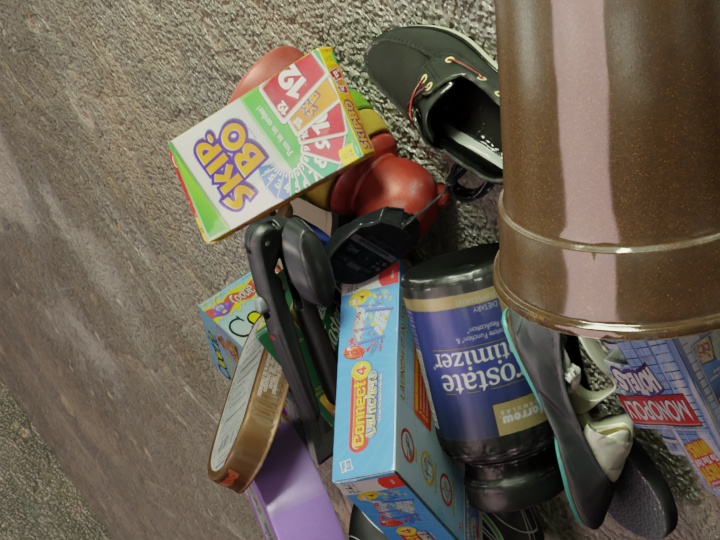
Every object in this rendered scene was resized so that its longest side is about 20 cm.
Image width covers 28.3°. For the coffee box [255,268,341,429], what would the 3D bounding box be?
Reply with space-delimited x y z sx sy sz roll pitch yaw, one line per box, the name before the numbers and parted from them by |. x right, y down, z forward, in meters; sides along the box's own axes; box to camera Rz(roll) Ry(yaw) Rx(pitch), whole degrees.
coffee box | -0.012 0.093 1.317 0.201 0.044 0.123 51 -157 -16

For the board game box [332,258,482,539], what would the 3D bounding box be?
board game box | 0.045 0.128 1.218 0.055 0.202 0.196 -13 142 21

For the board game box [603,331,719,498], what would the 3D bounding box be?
board game box | 0.227 0.079 0.984 0.201 0.061 0.200 59 168 0

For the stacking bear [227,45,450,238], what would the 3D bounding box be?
stacking bear | -0.015 -0.096 1.241 0.199 0.121 0.114 38 156 18

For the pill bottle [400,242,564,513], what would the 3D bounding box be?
pill bottle | 0.107 0.087 1.163 0.111 0.111 0.203 3 110 61

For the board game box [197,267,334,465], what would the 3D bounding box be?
board game box | -0.075 0.098 1.571 0.199 0.102 0.106 39 152 36

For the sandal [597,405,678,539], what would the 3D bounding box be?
sandal | 0.201 0.142 1.189 0.200 0.042 0.077 47 148 46

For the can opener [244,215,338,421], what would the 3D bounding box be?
can opener | -0.054 0.043 1.196 0.079 0.063 0.202 -131 27 -54

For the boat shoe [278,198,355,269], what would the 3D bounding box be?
boat shoe | -0.038 -0.044 1.392 0.071 0.060 0.201 36 151 14

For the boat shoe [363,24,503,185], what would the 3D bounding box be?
boat shoe | 0.068 -0.129 1.066 0.201 0.063 0.075 38 126 36

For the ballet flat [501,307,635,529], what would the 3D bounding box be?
ballet flat | 0.171 0.108 1.093 0.073 0.073 0.202 6 121 60

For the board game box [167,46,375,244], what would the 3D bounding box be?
board game box | -0.084 -0.100 1.202 0.199 0.030 0.097 -27 84 36

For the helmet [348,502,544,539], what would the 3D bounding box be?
helmet | 0.084 0.263 1.368 0.201 0.199 0.191 56 162 3

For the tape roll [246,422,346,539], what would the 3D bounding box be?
tape roll | -0.066 0.265 1.492 0.200 0.065 0.203 158 91 -80

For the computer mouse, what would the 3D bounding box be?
computer mouse | 0.043 -0.054 1.149 0.058 0.199 0.034 32 -145 -36

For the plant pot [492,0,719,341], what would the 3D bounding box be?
plant pot | 0.161 -0.095 0.815 0.199 0.199 0.201 24 133 50

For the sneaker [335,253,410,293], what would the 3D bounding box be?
sneaker | -0.009 0.038 1.393 0.067 0.089 0.201 49 154 20

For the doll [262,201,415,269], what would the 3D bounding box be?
doll | 0.000 0.000 1.275 0.198 0.049 0.136 26 167 -21

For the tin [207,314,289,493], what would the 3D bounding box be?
tin | -0.103 0.122 1.418 0.041 0.202 0.112 26 147 -17
